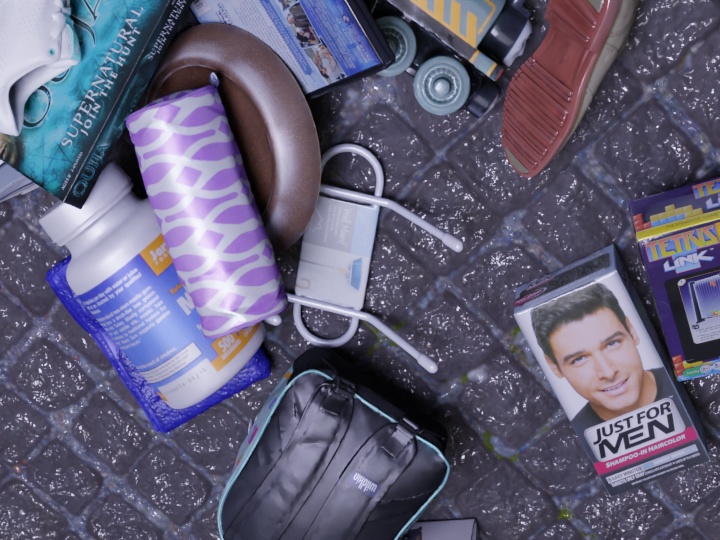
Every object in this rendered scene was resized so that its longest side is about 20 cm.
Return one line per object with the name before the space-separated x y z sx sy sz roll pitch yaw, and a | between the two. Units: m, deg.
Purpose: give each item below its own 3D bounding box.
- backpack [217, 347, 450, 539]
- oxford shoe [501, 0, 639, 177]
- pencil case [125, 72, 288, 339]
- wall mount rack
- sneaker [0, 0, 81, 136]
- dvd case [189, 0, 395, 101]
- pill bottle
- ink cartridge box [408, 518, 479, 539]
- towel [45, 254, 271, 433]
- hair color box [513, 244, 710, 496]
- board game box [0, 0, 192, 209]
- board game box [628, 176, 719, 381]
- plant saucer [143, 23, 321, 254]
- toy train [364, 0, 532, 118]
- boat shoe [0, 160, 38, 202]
backpack | -0.031 0.192 1.041 0.174 0.153 0.202 31 95 -5
oxford shoe | 0.173 -0.158 0.903 0.071 0.073 0.202 51 140 26
pencil case | -0.122 -0.047 0.906 0.083 0.085 0.204 -19 95 -13
wall mount rack | 0.000 0.000 0.999 0.170 0.075 0.203 13 116 7
sneaker | -0.250 -0.201 0.892 0.087 0.075 0.203 27 89 9
dvd case | -0.066 -0.200 0.889 0.199 0.018 0.144 -8 119 56
pill bottle | -0.181 0.009 0.976 0.111 0.112 0.201 -31 106 21
ink cartridge box | 0.029 0.336 1.136 0.196 0.085 0.147 -6 112 14
towel | -0.192 0.051 1.072 0.146 0.050 0.201 -29 105 21
hair color box | 0.223 0.091 1.006 0.098 0.061 0.202 -24 106 20
board game box | -0.229 -0.169 0.921 0.134 0.028 0.202 29 92 27
board game box | 0.334 -0.005 0.924 0.197 0.057 0.167 -15 125 16
plant saucer | -0.118 -0.103 0.955 0.198 0.032 0.204 16 117 33
toy train | 0.041 -0.210 0.901 0.198 0.085 0.115 35 105 -6
boat shoe | -0.299 -0.102 1.015 0.200 0.086 0.075 -34 101 -8
